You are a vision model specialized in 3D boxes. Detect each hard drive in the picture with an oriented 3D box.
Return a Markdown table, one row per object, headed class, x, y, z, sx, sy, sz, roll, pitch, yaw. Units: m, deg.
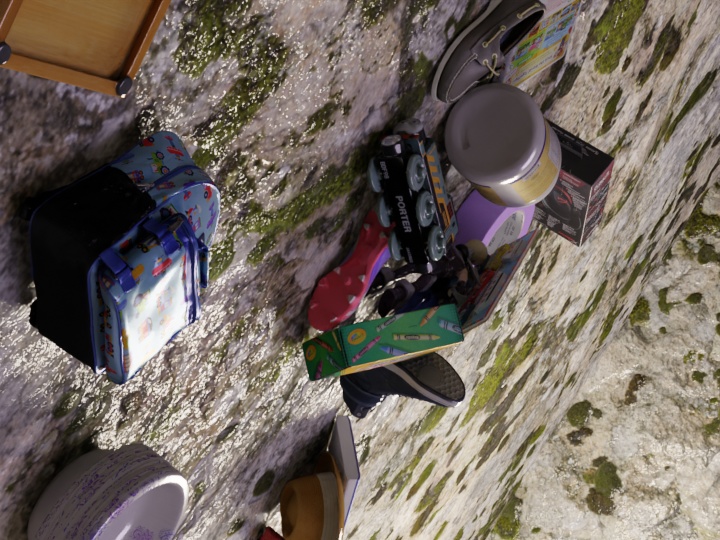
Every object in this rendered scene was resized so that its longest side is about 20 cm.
| class | x | y | z | sx | sy | sz | roll | pitch | yaw |
| --- | --- | --- | --- | --- | --- | --- | --- | --- | --- |
| hard drive | -0.039 | 0.357 | 2.071 | 0.025 | 0.133 | 0.202 | 3 | 131 | -14 |

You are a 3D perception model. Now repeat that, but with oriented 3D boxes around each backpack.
| class | x | y | z | sx | sy | sz | roll | pitch | yaw |
| --- | --- | --- | --- | --- | --- | --- | --- | --- | --- |
| backpack | -0.203 | -0.021 | 1.172 | 0.200 | 0.134 | 0.184 | -42 | 155 | -38 |

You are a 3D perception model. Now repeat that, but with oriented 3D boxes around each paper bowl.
| class | x | y | z | sx | sy | sz | roll | pitch | yaw |
| --- | --- | --- | --- | --- | --- | --- | --- | --- | --- |
| paper bowl | -0.297 | 0.286 | 1.434 | 0.201 | 0.104 | 0.202 | -45 | 155 | -27 |

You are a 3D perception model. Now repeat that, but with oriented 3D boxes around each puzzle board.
| class | x | y | z | sx | sy | sz | roll | pitch | yaw |
| --- | --- | --- | --- | --- | --- | --- | --- | --- | --- |
| puzzle board | 0.180 | 0.026 | 1.880 | 0.150 | 0.017 | 0.201 | -35 | -163 | 52 |

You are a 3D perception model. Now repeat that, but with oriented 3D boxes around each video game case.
| class | x | y | z | sx | sy | sz | roll | pitch | yaw |
| --- | --- | --- | --- | --- | --- | --- | --- | --- | --- |
| video game case | 0.269 | -0.364 | 1.845 | 0.199 | 0.023 | 0.184 | -37 | 151 | -43 |

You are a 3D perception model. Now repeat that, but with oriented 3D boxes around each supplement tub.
| class | x | y | z | sx | sy | sz | roll | pitch | yaw |
| --- | --- | --- | --- | --- | --- | --- | --- | --- | --- |
| supplement tub | 0.211 | -0.173 | 1.819 | 0.146 | 0.145 | 0.200 | -57 | 159 | 2 |

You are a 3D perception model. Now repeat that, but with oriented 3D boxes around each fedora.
| class | x | y | z | sx | sy | sz | roll | pitch | yaw |
| --- | --- | --- | --- | --- | --- | --- | --- | --- | --- |
| fedora | -0.082 | 0.386 | 2.014 | 0.080 | 0.202 | 0.203 | 2 | 131 | -15 |

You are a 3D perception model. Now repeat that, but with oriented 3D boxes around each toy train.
| class | x | y | z | sx | sy | sz | roll | pitch | yaw |
| --- | --- | --- | --- | --- | --- | --- | --- | --- | --- |
| toy train | 0.072 | -0.099 | 1.656 | 0.114 | 0.084 | 0.202 | -56 | 137 | -48 |

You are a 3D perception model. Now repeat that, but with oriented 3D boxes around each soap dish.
| class | x | y | z | sx | sy | sz | roll | pitch | yaw |
| --- | --- | --- | --- | --- | --- | --- | --- | --- | --- |
| soap dish | -0.221 | -0.213 | 0.935 | 0.159 | 0.081 | 0.199 | -61 | 157 | 11 |

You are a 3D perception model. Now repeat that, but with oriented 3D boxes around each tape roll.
| class | x | y | z | sx | sy | sz | roll | pitch | yaw |
| --- | --- | --- | --- | --- | --- | --- | --- | --- | --- |
| tape roll | 0.206 | -0.056 | 2.082 | 0.200 | 0.065 | 0.201 | -44 | 155 | -27 |

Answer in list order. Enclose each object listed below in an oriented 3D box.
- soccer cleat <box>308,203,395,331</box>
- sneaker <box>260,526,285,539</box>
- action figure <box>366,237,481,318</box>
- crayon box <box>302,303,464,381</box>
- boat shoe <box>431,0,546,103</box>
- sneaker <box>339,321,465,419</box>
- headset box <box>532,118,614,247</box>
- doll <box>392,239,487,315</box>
| class | x | y | z | sx | sy | sz | roll | pitch | yaw |
| --- | --- | --- | --- | --- | --- | --- | --- | --- | --- |
| soccer cleat | 0.000 | 0.000 | 1.722 | 0.202 | 0.066 | 0.076 | -59 | 157 | -3 |
| sneaker | -0.151 | 0.502 | 2.081 | 0.116 | 0.078 | 0.201 | -51 | 157 | -17 |
| action figure | 0.093 | 0.003 | 1.850 | 0.198 | 0.130 | 0.070 | -22 | 148 | -32 |
| crayon box | 0.032 | 0.101 | 1.772 | 0.197 | 0.059 | 0.118 | -10 | 171 | -31 |
| boat shoe | 0.170 | -0.296 | 1.675 | 0.202 | 0.060 | 0.072 | -51 | 158 | -15 |
| sneaker | 0.058 | 0.180 | 1.915 | 0.077 | 0.200 | 0.148 | -45 | 159 | -46 |
| headset box | 0.338 | -0.153 | 2.111 | 0.075 | 0.148 | 0.201 | -47 | 156 | -23 |
| doll | 0.117 | 0.026 | 1.944 | 0.200 | 0.137 | 0.048 | -45 | 115 | 3 |
